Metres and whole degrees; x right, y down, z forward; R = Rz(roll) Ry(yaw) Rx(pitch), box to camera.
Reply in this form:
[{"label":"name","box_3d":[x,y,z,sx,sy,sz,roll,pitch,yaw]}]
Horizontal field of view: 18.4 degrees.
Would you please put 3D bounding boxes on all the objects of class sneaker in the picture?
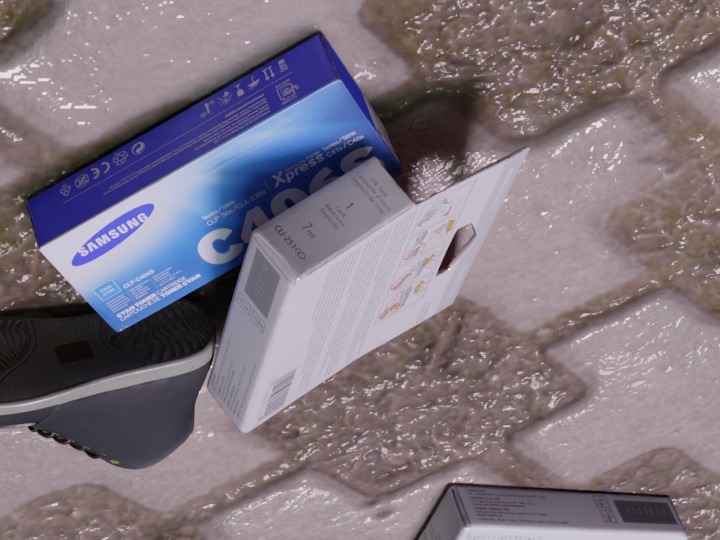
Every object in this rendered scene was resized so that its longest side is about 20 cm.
[{"label":"sneaker","box_3d":[-0.187,0.085,1.363,0.199,0.075,0.106,-7,136,-18]}]

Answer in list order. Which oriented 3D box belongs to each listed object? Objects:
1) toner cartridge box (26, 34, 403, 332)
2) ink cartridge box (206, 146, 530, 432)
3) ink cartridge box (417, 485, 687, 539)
[{"label":"toner cartridge box","box_3d":[-0.084,-0.048,1.292,0.200,0.043,0.095,-29,137,8]},{"label":"ink cartridge box","box_3d":[0.000,0.000,1.338,0.176,0.045,0.200,-31,162,-26]},{"label":"ink cartridge box","box_3d":[0.123,0.238,1.675,0.199,0.044,0.174,6,132,-28]}]
